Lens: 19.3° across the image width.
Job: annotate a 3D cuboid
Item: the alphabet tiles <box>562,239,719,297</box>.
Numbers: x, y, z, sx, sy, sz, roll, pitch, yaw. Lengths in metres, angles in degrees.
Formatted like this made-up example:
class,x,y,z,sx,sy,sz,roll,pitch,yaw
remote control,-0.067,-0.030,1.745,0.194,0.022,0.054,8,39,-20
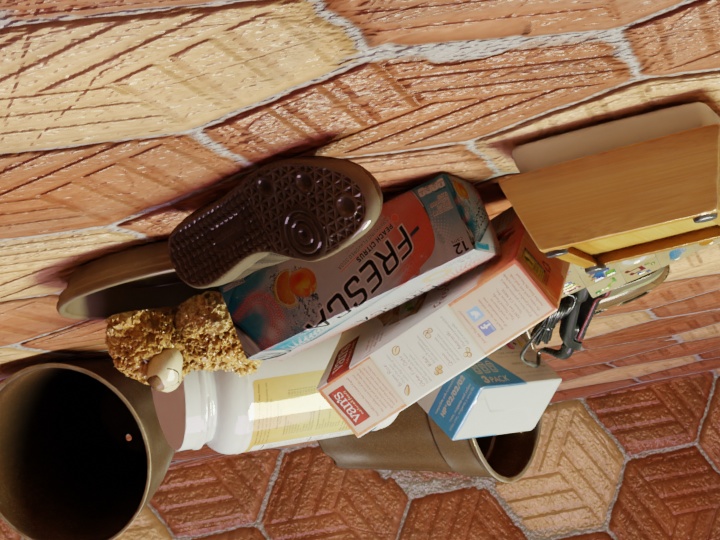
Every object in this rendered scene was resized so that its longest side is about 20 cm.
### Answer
class,x,y,z,sx,sy,sz,roll,pitch,yaw
alphabet tiles,0.243,-0.030,1.799,0.200,0.006,0.166,-24,157,8

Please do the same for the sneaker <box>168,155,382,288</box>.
class,x,y,z,sx,sy,sz,roll,pitch,yaw
sneaker,-0.047,-0.042,1.412,0.200,0.071,0.075,-15,-170,46

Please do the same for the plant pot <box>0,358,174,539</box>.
class,x,y,z,sx,sy,sz,roll,pitch,yaw
plant pot,-0.259,0.163,2.134,0.187,0.187,0.200,-14,-174,19

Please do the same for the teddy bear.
class,x,y,z,sx,sy,sz,roll,pitch,yaw
teddy bear,-0.102,0.053,1.701,0.200,0.067,0.145,-9,169,-23

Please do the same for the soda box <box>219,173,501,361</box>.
class,x,y,z,sx,sy,sz,roll,pitch,yaw
soda box,0.000,0.000,1.573,0.200,0.064,0.068,-27,167,18

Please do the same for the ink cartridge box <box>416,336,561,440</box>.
class,x,y,z,sx,sy,sz,roll,pitch,yaw
ink cartridge box,0.081,0.069,2.024,0.115,0.200,0.068,-3,129,-44

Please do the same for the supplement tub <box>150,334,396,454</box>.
class,x,y,z,sx,sy,sz,roll,pitch,yaw
supplement tub,-0.074,0.082,1.856,0.200,0.145,0.145,-8,171,-19

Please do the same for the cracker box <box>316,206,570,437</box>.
class,x,y,z,sx,sy,sz,roll,pitch,yaw
cracker box,0.068,0.032,1.649,0.200,0.058,0.134,-35,-166,24

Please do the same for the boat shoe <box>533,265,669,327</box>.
class,x,y,z,sx,sy,sz,roll,pitch,yaw
boat shoe,0.195,0.021,2.005,0.200,0.072,0.068,-12,156,7

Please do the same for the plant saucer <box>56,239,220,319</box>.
class,x,y,z,sx,sy,sz,roll,pitch,yaw
plant saucer,-0.138,0.003,1.646,0.200,0.030,0.200,-10,172,-1

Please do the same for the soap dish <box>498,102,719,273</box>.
class,x,y,z,sx,sy,sz,roll,pitch,yaw
soap dish,0.199,-0.056,1.524,0.157,0.081,0.200,-14,172,16

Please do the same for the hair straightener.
class,x,y,z,sx,sy,sz,roll,pitch,yaw
hair straightener,0.181,0.024,1.916,0.077,0.041,0.200,-6,145,-21

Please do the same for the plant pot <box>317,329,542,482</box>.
class,x,y,z,sx,sy,sz,roll,pitch,yaw
plant pot,0.063,0.129,2.247,0.198,0.201,0.200,-6,175,28
